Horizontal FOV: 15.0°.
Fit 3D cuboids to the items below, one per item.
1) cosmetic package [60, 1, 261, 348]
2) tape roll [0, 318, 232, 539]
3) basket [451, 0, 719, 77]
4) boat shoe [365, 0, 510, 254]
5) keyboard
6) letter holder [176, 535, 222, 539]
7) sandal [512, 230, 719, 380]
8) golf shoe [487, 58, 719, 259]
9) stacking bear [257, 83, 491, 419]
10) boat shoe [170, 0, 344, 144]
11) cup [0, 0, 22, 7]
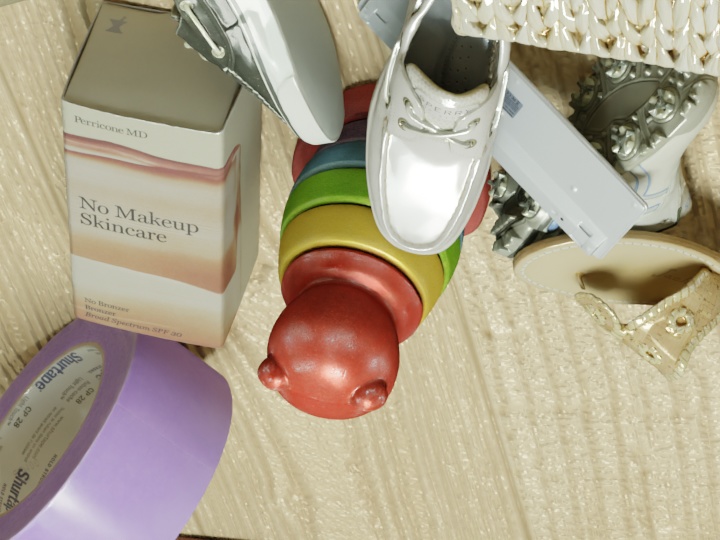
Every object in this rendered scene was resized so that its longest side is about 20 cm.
[{"bbox_3d":[-0.117,-0.054,1.631,0.103,0.087,0.200,12,140,8],"label":"cosmetic package"},{"bbox_3d":[-0.179,0.126,1.777,0.085,0.200,0.200,38,137,-23],"label":"tape roll"},{"bbox_3d":[0.130,-0.225,1.255,0.160,0.199,0.200,8,141,15],"label":"basket"},{"bbox_3d":[0.043,-0.098,1.463,0.071,0.069,0.201,9,108,-2],"label":"boat shoe"},{"bbox_3d":[0.077,-0.092,1.511,0.200,0.011,0.056,46,134,6],"label":"keyboard"},{"bbox_3d":[-0.088,0.315,2.010,0.100,0.142,0.200,4,139,16],"label":"letter holder"},{"bbox_3d":[0.193,0.030,1.580,0.211,0.070,0.078,8,150,-19],"label":"sandal"},{"bbox_3d":[0.158,-0.065,1.548,0.097,0.079,0.200,15,150,-25],"label":"golf shoe"},{"bbox_3d":[0.000,0.000,1.562,0.121,0.200,0.114,16,141,2],"label":"stacking bear"},{"bbox_3d":[-0.071,-0.151,1.518,0.064,0.071,0.200,-13,124,24],"label":"boat shoe"},{"bbox_3d":[-0.181,-0.220,1.404,0.143,0.201,0.200,4,147,-27],"label":"cup"}]
